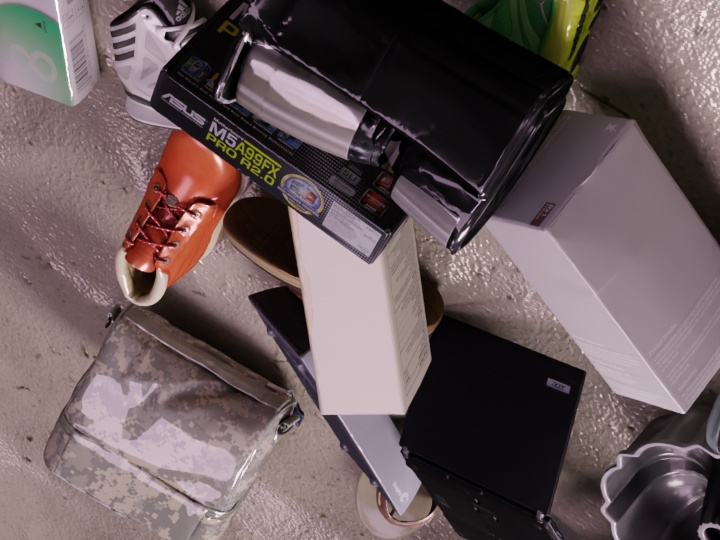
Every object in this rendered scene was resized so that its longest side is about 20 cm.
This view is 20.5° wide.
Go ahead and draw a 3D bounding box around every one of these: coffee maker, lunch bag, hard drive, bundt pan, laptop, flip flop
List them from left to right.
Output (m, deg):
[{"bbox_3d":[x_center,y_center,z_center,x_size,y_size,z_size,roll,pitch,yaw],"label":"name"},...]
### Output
[{"bbox_3d":[-0.169,0.138,1.847,0.200,0.139,0.168,31,126,5],"label":"lunch bag"},{"bbox_3d":[-0.018,0.108,1.716,0.200,0.042,0.135,60,172,-34],"label":"hard drive"},{"bbox_3d":[0.031,-0.137,1.287,0.200,0.135,0.192,32,134,7],"label":"coffee maker"},{"bbox_3d":[0.049,0.196,1.790,0.081,0.058,0.200,43,143,-7],"label":"flip flop"},{"bbox_3d":[0.129,0.156,1.643,0.177,0.103,0.200,22,154,46],"label":"laptop"},{"bbox_3d":[0.292,0.183,1.559,0.201,0.076,0.202,22,139,20],"label":"bundt pan"}]

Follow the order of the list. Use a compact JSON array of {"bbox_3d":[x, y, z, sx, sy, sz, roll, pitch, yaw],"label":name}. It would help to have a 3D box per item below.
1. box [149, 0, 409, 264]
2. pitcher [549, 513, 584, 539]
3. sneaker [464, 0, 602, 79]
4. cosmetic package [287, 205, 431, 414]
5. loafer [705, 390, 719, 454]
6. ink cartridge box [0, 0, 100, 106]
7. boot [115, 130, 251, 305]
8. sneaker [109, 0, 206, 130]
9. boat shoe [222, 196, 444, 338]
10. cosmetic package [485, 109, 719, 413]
[{"bbox_3d":[-0.027,-0.121,1.436,0.200,0.160,0.044,36,144,4],"label":"box"},{"bbox_3d":[0.212,0.276,1.694,0.200,0.121,0.172,8,136,49],"label":"pitcher"},{"bbox_3d":[0.105,-0.147,1.377,0.083,0.074,0.200,33,132,14],"label":"sneaker"},{"bbox_3d":[0.000,0.000,1.535,0.073,0.104,0.201,-1,112,15],"label":"cosmetic package"},{"bbox_3d":[0.302,0.063,1.399,0.063,0.072,0.201,48,139,40],"label":"loafer"},{"bbox_3d":[-0.315,-0.237,1.650,0.199,0.050,0.161,19,139,21],"label":"ink cartridge box"},{"bbox_3d":[-0.151,-0.050,1.661,0.075,0.107,0.200,33,141,10],"label":"boot"},{"bbox_3d":[-0.120,-0.160,1.542,0.200,0.076,0.116,13,138,33],"label":"sneaker"},{"bbox_3d":[-0.028,0.011,1.654,0.199,0.072,0.072,26,141,6],"label":"boat shoe"},{"bbox_3d":[0.183,-0.006,1.391,0.200,0.107,0.090,51,161,-28],"label":"cosmetic package"}]
